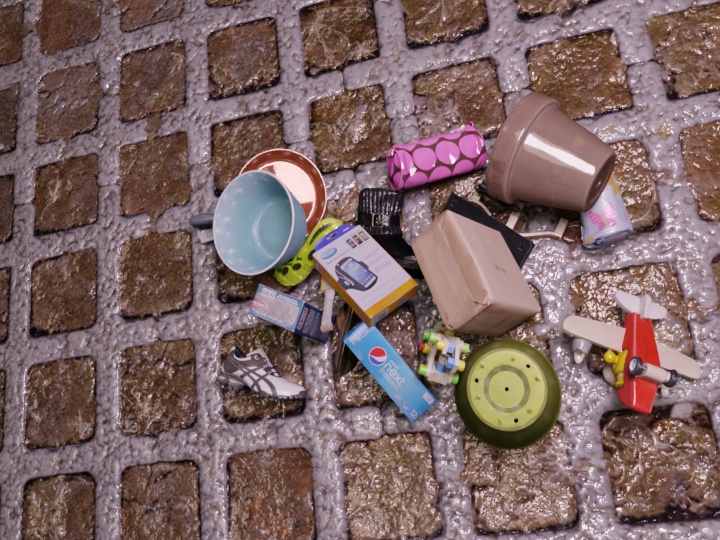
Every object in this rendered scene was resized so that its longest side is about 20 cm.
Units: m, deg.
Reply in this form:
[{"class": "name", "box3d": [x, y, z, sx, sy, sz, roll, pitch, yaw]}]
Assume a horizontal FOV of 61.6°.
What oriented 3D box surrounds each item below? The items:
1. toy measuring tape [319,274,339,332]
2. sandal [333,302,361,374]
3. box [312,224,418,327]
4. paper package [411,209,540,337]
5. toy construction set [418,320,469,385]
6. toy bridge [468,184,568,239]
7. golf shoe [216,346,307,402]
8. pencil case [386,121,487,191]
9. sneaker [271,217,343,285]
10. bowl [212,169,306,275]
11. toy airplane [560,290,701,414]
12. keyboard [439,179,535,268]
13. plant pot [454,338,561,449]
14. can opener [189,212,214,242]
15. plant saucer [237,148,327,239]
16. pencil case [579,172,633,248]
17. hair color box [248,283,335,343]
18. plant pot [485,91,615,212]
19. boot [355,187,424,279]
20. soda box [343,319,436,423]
[{"class": "toy measuring tape", "box3d": [-0.046, 0.045, 1.175, 0.072, 0.074, 0.202, -7, 51, 12]}, {"class": "sandal", "box3d": [-0.018, 0.105, 1.211, 0.054, 0.081, 0.203, 15, 88, 39]}, {"class": "box", "box3d": [0.000, 0.000, 1.139, 0.118, 0.042, 0.200, -32, 60, -22]}, {"class": "paper package", "box3d": [0.205, 0.011, 1.076, 0.103, 0.198, 0.193, -37, 60, 29]}, {"class": "toy construction set", "box3d": [0.156, 0.131, 1.108, 0.091, 0.200, 0.133, 22, 123, 10]}, {"class": "toy bridge", "box3d": [0.303, -0.103, 1.191, 0.198, 0.027, 0.068, 25, 85, 20]}, {"class": "golf shoe", "box3d": [-0.195, 0.209, 1.220, 0.197, 0.078, 0.096, 11, 80, 15]}, {"class": "pencil case", "box3d": [0.148, -0.227, 1.201, 0.197, 0.091, 0.095, -18, 109, -14]}, {"class": "sneaker", "box3d": [-0.104, -0.036, 1.260, 0.199, 0.083, 0.075, -37, 88, 22]}, {"class": "bowl", "box3d": [-0.185, -0.088, 1.197, 0.198, 0.105, 0.205, -2, 85, 28]}, {"class": "toy airplane", "box3d": [0.467, 0.140, 1.049, 0.197, 0.142, 0.201, -19, 58, -30]}, {"class": "keyboard", "box3d": [0.253, -0.095, 1.184, 0.199, 0.020, 0.128, 36, 113, 23]}, {"class": "plant pot", "box3d": [0.253, 0.208, 1.044, 0.197, 0.193, 0.204, -3, 76, 13]}, {"class": "can opener", "box3d": [-0.275, -0.110, 1.325, 0.196, 0.067, 0.054, -14, 75, 5]}, {"class": "plant saucer", "box3d": [-0.170, -0.156, 1.288, 0.196, 0.032, 0.204, 0, 92, -8]}, {"class": "pencil case", "box3d": [0.440, -0.144, 1.137, 0.090, 0.082, 0.204, -31, 66, 51]}, {"class": "hair color box", "box3d": [-0.127, 0.088, 1.165, 0.099, 0.200, 0.061, 19, 82, 18]}, {"class": "plant pot", "box3d": [0.343, -0.190, 1.065, 0.173, 0.200, 0.202, 32, 86, 28]}, {"class": "boot", "box3d": [0.076, -0.079, 1.216, 0.208, 0.079, 0.160, 14, 81, 18]}, {"class": "soda box", "box3d": [0.053, 0.183, 1.133, 0.064, 0.068, 0.201, -39, 91, -2]}]
